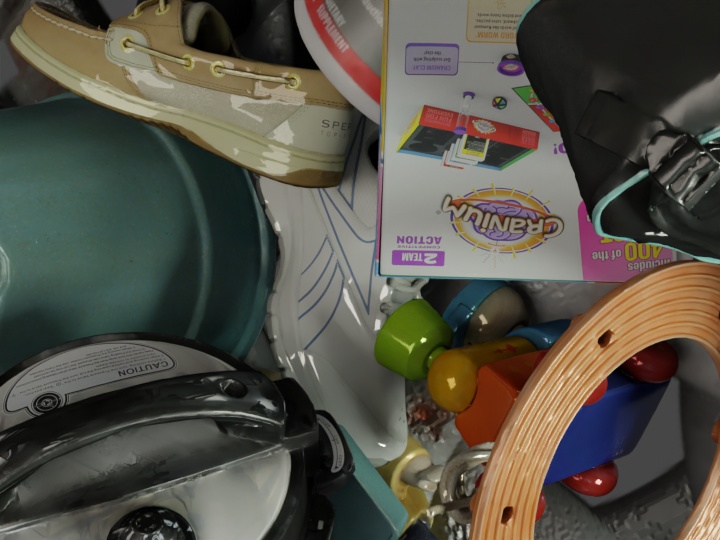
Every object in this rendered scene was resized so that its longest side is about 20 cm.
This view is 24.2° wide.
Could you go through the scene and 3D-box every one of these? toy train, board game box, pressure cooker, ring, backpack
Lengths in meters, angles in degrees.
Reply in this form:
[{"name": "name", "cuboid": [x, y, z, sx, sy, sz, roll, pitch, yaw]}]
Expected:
[{"name": "toy train", "cuboid": [0.051, 0.055, 0.779, 0.116, 0.200, 0.085, 36, 116, 29]}, {"name": "board game box", "cuboid": [0.083, -0.085, 0.746, 0.153, 0.040, 0.200, 2, 126, 0]}, {"name": "pressure cooker", "cuboid": [-0.101, 0.127, 0.768, 0.178, 0.176, 0.200, 19, 139, 18]}, {"name": "ring", "cuboid": [0.116, 0.088, 0.744, 0.019, 0.200, 0.201, 27, 110, 42]}, {"name": "backpack", "cuboid": [0.164, -0.083, 0.616, 0.176, 0.200, 0.154, -29, 63, 23]}]

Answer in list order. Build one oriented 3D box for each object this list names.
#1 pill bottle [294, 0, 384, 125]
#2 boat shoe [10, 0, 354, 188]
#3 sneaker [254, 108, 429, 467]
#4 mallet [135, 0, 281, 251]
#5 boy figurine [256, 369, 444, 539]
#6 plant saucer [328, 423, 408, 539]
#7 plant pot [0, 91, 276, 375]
[{"name": "pill bottle", "cuboid": [0.071, -0.161, 0.788, 0.200, 0.114, 0.114, -44, 73, 28]}, {"name": "boat shoe", "cuboid": [-0.088, -0.105, 0.859, 0.200, 0.074, 0.067, 24, 102, 19]}, {"name": "sneaker", "cuboid": [0.000, 0.000, 0.859, 0.087, 0.074, 0.201, -18, 69, 24]}, {"name": "mallet", "cuboid": [-0.056, -0.073, 0.931, 0.041, 0.066, 0.200, -22, 99, 33]}, {"name": "boy figurine", "cuboid": [0.000, 0.129, 0.898, 0.200, 0.064, 0.124, 53, 128, 14]}, {"name": "plant saucer", "cuboid": [-0.027, 0.149, 0.868, 0.070, 0.019, 0.200, 52, 143, 18]}, {"name": "plant pot", "cuboid": [-0.184, -0.008, 0.920, 0.200, 0.196, 0.201, 4, 98, 33]}]
